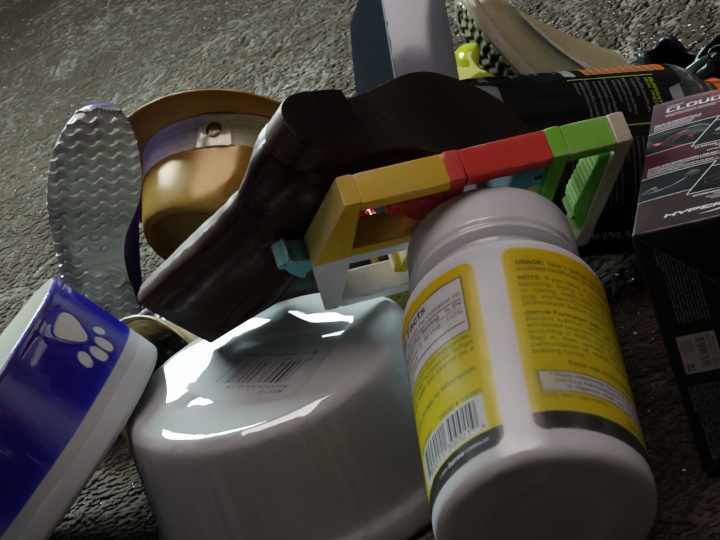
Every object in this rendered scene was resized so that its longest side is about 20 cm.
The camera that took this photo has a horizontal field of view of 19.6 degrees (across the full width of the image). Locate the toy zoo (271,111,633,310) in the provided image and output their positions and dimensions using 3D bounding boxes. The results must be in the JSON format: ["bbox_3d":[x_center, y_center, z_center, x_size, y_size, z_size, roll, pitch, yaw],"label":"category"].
[{"bbox_3d":[0.047,-0.029,1.185,0.199,0.021,0.131,-14,-24,-13],"label":"toy zoo"}]

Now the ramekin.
[{"bbox_3d":[-0.040,0.094,1.229,0.200,0.098,0.201,-18,21,7],"label":"ramekin"}]

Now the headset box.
[{"bbox_3d":[0.211,-0.006,1.161,0.075,0.149,0.200,-13,22,18],"label":"headset box"}]

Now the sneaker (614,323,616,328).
[{"bbox_3d":[0.108,0.046,1.251,0.081,0.075,0.200,-25,19,17],"label":"sneaker"}]

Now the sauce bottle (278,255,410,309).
[{"bbox_3d":[0.000,0.000,1.369,0.066,0.066,0.200,1,8,45],"label":"sauce bottle"}]

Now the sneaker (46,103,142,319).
[{"bbox_3d":[-0.197,-0.027,1.541,0.069,0.201,0.100,-2,14,-9],"label":"sneaker"}]

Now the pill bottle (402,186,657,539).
[{"bbox_3d":[0.082,0.057,1.096,0.114,0.114,0.201,-18,44,10],"label":"pill bottle"}]

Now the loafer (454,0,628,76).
[{"bbox_3d":[0.149,-0.135,1.466,0.068,0.200,0.076,-47,6,-6],"label":"loafer"}]

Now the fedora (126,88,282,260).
[{"bbox_3d":[-0.100,-0.050,1.564,0.200,0.201,0.082,-12,50,23],"label":"fedora"}]

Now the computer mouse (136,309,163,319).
[{"bbox_3d":[-0.114,0.043,1.454,0.200,0.110,0.044,-42,53,-18],"label":"computer mouse"}]

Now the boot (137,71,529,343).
[{"bbox_3d":[-0.018,-0.029,1.226,0.186,0.064,0.200,1,-36,-33],"label":"boot"}]

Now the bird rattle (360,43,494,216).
[{"bbox_3d":[0.030,-0.081,1.496,0.112,0.201,0.163,19,21,3],"label":"bird rattle"}]

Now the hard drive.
[{"bbox_3d":[0.031,-0.104,1.329,0.042,0.201,0.135,-4,-21,-12],"label":"hard drive"}]

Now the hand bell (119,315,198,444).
[{"bbox_3d":[-0.073,0.049,1.418,0.104,0.105,0.200,-3,15,39],"label":"hand bell"}]

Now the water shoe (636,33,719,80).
[{"bbox_3d":[0.270,-0.128,1.490,0.071,0.079,0.200,-35,25,-30],"label":"water shoe"}]

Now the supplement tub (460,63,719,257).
[{"bbox_3d":[0.152,-0.070,1.361,0.199,0.123,0.123,-5,19,-11],"label":"supplement tub"}]

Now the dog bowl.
[{"bbox_3d":[-0.211,0.106,1.261,0.200,0.079,0.200,-51,10,13],"label":"dog bowl"}]
